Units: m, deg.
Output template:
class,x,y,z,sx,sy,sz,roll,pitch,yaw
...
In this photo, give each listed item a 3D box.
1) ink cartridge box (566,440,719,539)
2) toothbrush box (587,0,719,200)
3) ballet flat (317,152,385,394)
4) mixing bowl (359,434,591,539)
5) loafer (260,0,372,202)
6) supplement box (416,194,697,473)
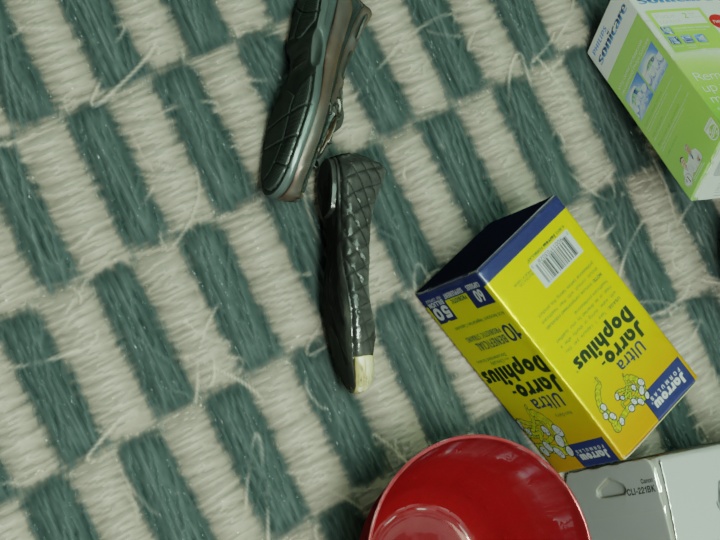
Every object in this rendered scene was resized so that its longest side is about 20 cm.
class,x,y,z,sx,sy,sz,roll,pitch,yaw
ink cartridge box,0.296,0.188,1.612,0.200,0.144,0.084,-7,82,-27
toothbrush box,0.315,-0.162,1.680,0.145,0.086,0.200,-5,46,-26
ballet flat,0.000,0.000,1.552,0.057,0.066,0.200,2,77,-21
mixing bowl,0.073,0.234,1.514,0.200,0.108,0.200,5,77,-25
loafer,-0.030,-0.145,1.570,0.063,0.072,0.200,21,69,-27
supplement box,0.163,0.055,1.596,0.110,0.109,0.200,-43,98,-27
